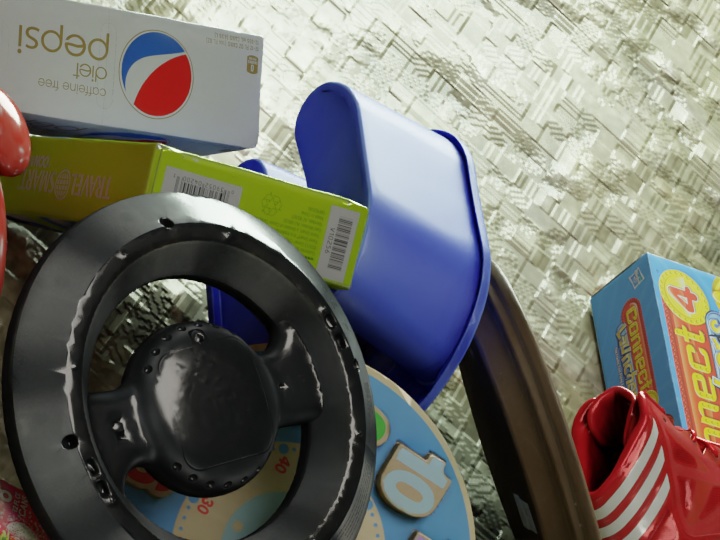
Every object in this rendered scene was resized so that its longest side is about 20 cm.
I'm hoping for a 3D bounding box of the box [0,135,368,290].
[{"bbox_3d":[-0.099,-0.032,1.463,0.122,0.200,0.048,16,86,-31],"label":"box"}]

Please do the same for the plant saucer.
[{"bbox_3d":[0.086,0.093,1.534,0.029,0.200,0.200,-18,65,-5],"label":"plant saucer"}]

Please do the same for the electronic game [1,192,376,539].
[{"bbox_3d":[-0.073,0.062,1.323,0.200,0.042,0.201,14,68,-36],"label":"electronic game"}]

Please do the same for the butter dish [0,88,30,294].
[{"bbox_3d":[-0.215,-0.037,1.309,0.200,0.148,0.200,56,17,-38],"label":"butter dish"}]

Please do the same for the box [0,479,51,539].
[{"bbox_3d":[-0.161,0.202,1.258,0.100,0.095,0.200,32,41,-21],"label":"box"}]

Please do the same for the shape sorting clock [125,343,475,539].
[{"bbox_3d":[-0.039,0.134,1.399,0.199,0.039,0.201,1,88,-21],"label":"shape sorting clock"}]

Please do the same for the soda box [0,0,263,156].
[{"bbox_3d":[-0.149,-0.102,1.524,0.200,0.068,0.064,7,83,-38],"label":"soda box"}]

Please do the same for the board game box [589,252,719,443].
[{"bbox_3d":[0.240,0.107,1.734,0.195,0.056,0.200,17,48,-32],"label":"board game box"}]

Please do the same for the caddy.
[{"bbox_3d":[0.000,0.000,1.522,0.105,0.141,0.200,31,32,-29],"label":"caddy"}]

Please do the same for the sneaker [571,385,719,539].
[{"bbox_3d":[0.183,0.098,1.561,0.200,0.078,0.116,-36,107,-51],"label":"sneaker"}]
